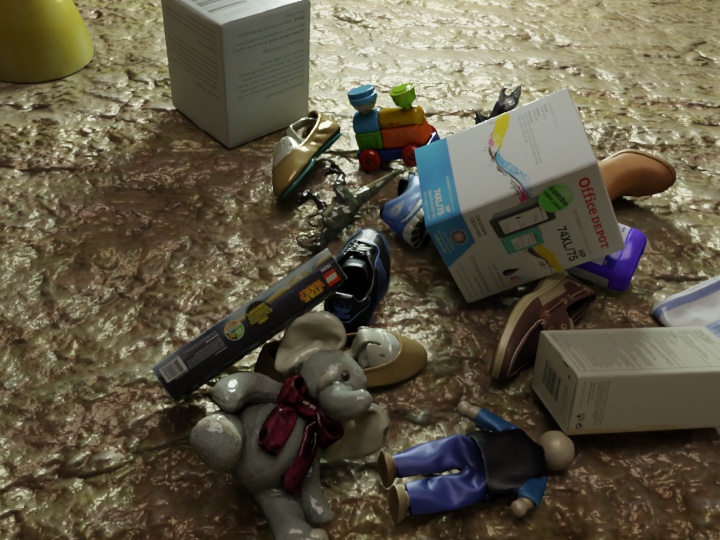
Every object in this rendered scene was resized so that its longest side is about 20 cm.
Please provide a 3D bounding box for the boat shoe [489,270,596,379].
[{"bbox_3d":[0.216,0.066,0.938,0.072,0.073,0.200,26,38,24],"label":"boat shoe"}]

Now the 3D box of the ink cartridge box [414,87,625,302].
[{"bbox_3d":[0.187,-0.087,0.966,0.199,0.147,0.147,-20,42,17],"label":"ink cartridge box"}]

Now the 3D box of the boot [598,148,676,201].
[{"bbox_3d":[0.340,-0.109,1.145,0.198,0.077,0.156,13,39,12],"label":"boot"}]

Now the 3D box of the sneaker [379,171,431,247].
[{"bbox_3d":[0.100,-0.114,1.125,0.089,0.079,0.200,32,47,24],"label":"sneaker"}]

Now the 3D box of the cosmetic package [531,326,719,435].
[{"bbox_3d":[0.295,0.114,0.863,0.198,0.074,0.104,1,23,-10],"label":"cosmetic package"}]

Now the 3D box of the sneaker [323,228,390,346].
[{"bbox_3d":[0.000,0.000,0.981,0.069,0.078,0.201,9,41,4],"label":"sneaker"}]

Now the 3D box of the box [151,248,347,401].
[{"bbox_3d":[-0.112,0.059,0.817,0.199,0.137,0.040,-35,89,-13],"label":"box"}]

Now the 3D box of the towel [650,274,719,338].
[{"bbox_3d":[0.468,0.084,0.979,0.146,0.024,0.200,-18,46,-24],"label":"towel"}]

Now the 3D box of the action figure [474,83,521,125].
[{"bbox_3d":[0.233,-0.209,1.179,0.119,0.102,0.200,43,21,9],"label":"action figure"}]

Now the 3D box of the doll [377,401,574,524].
[{"bbox_3d":[0.120,0.187,0.800,0.198,0.049,0.137,-7,43,-14],"label":"doll"}]

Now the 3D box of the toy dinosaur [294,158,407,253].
[{"bbox_3d":[-0.032,-0.098,1.103,0.088,0.048,0.200,38,63,19],"label":"toy dinosaur"}]

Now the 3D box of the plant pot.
[{"bbox_3d":[-0.560,-0.428,1.364,0.198,0.143,0.201,4,41,-3],"label":"plant pot"}]

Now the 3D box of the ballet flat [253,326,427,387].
[{"bbox_3d":[-0.016,0.094,0.882,0.198,0.063,0.069,-9,45,-16],"label":"ballet flat"}]

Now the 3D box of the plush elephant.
[{"bbox_3d":[-0.049,0.134,0.735,0.154,0.165,0.200,-36,14,-4],"label":"plush elephant"}]

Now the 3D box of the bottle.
[{"bbox_3d":[0.267,-0.044,1.067,0.199,0.065,0.084,22,63,19],"label":"bottle"}]

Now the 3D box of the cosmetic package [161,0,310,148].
[{"bbox_3d":[-0.188,-0.331,1.249,0.164,0.201,0.165,-29,51,-32],"label":"cosmetic package"}]

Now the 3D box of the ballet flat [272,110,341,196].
[{"bbox_3d":[-0.091,-0.171,1.164,0.063,0.069,0.200,44,36,-9],"label":"ballet flat"}]

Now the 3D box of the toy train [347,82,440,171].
[{"bbox_3d":[0.078,-0.218,1.173,0.198,0.116,0.085,-2,35,28],"label":"toy train"}]
